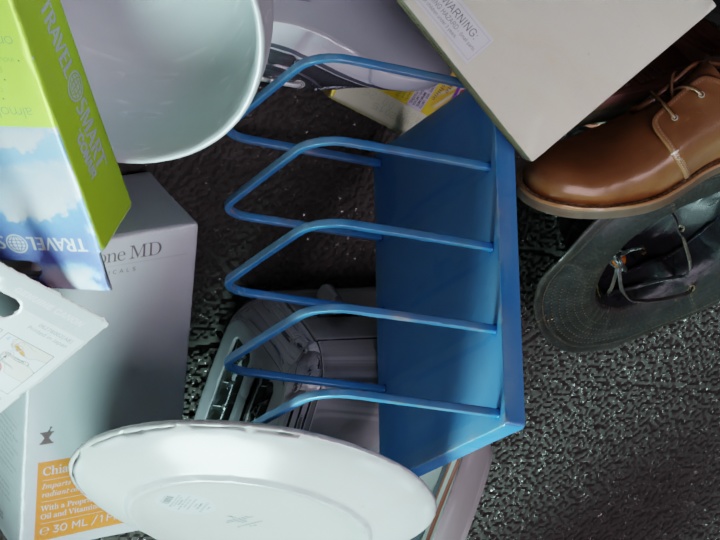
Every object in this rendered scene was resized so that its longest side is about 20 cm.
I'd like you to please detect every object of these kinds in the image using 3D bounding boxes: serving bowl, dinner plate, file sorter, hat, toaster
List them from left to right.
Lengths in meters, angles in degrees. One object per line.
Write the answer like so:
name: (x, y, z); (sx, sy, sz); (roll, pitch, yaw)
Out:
serving bowl: (-0.130, -0.151, 1.277); (0.066, 0.200, 0.200); (-62, 148, -46)
dinner plate: (-0.060, 0.128, 1.381); (0.200, 0.200, 0.024); (32, 55, -41)
toaster: (-0.023, 0.099, 1.521); (0.129, 0.114, 0.200); (6, 118, -31)
file sorter: (0.000, 0.000, 1.383); (0.123, 0.139, 0.200); (8, 69, -26)
dinner plate: (0.047, 0.168, 1.567); (0.024, 0.200, 0.200); (22, 108, 1)
hat: (0.186, -0.036, 1.580); (0.201, 0.081, 0.201); (-18, 149, -12)

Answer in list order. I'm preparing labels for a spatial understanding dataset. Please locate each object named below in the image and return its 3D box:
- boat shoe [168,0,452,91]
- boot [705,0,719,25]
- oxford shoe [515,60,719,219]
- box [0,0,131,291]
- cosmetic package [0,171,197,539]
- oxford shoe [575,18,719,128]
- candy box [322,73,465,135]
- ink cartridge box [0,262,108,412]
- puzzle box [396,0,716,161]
boat shoe: (-0.043, -0.130, 1.395); (0.200, 0.072, 0.068); (9, 148, -33)
boot: (0.262, -0.172, 1.547); (0.074, 0.204, 0.154); (-67, 170, 9)
oxford shoe: (0.175, -0.084, 1.456); (0.200, 0.071, 0.071); (-19, 132, -23)
box: (-0.195, -0.082, 1.289); (0.048, 0.122, 0.200); (-62, 146, -44)
cosmetic package: (-0.156, 0.053, 1.433); (0.101, 0.071, 0.200); (-10, 122, -27)
oxford shoe: (0.156, -0.101, 1.526); (0.200, 0.071, 0.074); (-14, 133, -35)
candy box: (0.066, -0.169, 1.468); (0.102, 0.026, 0.200); (25, 103, -40)
ink cartridge box: (-0.258, 0.040, 1.335); (0.200, 0.050, 0.161); (-40, 134, 20)
puzzle box: (0.078, -0.176, 1.343); (0.133, 0.025, 0.200); (-39, 101, -3)
